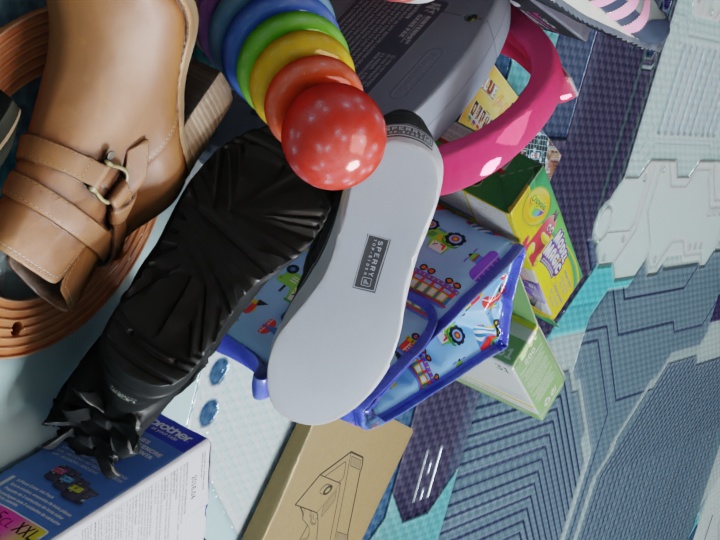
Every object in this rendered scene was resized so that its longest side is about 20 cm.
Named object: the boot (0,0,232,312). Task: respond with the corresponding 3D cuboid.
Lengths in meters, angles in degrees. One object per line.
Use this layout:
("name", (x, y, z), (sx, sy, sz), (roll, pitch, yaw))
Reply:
("boot", (-0.149, -0.080, 0.772), (0.156, 0.076, 0.200), (-55, 156, -16))

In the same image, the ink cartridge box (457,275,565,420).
("ink cartridge box", (0.068, 0.029, 1.155), (0.048, 0.145, 0.200), (-57, 149, -15))

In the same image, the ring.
("ring", (-0.174, -0.048, 0.830), (0.200, 0.019, 0.201), (-39, 140, -43))

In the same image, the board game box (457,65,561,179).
("board game box", (0.095, -0.077, 1.243), (0.136, 0.034, 0.200), (-64, 151, -7))

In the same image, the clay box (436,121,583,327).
("clay box", (0.093, -0.035, 1.108), (0.048, 0.115, 0.200), (-54, 152, -11))

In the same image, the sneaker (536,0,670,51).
("sneaker", (0.165, -0.199, 1.004), (0.200, 0.070, 0.082), (7, 111, -59))

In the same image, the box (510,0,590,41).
("box", (0.098, -0.255, 1.046), (0.200, 0.114, 0.133), (17, 95, -61))

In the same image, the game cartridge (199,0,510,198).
("game cartridge", (0.004, -0.120, 0.960), (0.200, 0.133, 0.041), (-50, 136, -29))

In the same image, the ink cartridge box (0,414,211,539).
("ink cartridge box", (-0.163, 0.172, 0.937), (0.200, 0.076, 0.137), (-28, 133, -47))

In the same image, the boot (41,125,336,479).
("boot", (-0.101, 0.020, 0.875), (0.199, 0.073, 0.162), (-56, -176, -29))

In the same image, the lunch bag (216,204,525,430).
("lunch bag", (-0.009, 0.031, 1.017), (0.200, 0.150, 0.094), (-37, 145, -42))

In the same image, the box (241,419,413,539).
("box", (-0.037, 0.198, 1.221), (0.201, 0.021, 0.163), (-64, 151, -6))

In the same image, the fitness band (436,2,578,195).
("fitness band", (0.058, -0.116, 0.998), (0.143, 0.200, 0.038), (-28, 121, -1))

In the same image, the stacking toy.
("stacking toy", (-0.038, -0.108, 0.829), (0.085, 0.200, 0.086), (-9, 126, -13))

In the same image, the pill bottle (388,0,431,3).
("pill bottle", (-0.040, -0.208, 0.799), (0.199, 0.111, 0.112), (3, 109, -32))

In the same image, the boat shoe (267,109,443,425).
("boat shoe", (0.000, 0.000, 0.885), (0.057, 0.068, 0.201), (-84, -164, -62))

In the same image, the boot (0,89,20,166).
("boot", (-0.220, 0.013, 0.738), (0.200, 0.077, 0.138), (-46, 144, -10))
